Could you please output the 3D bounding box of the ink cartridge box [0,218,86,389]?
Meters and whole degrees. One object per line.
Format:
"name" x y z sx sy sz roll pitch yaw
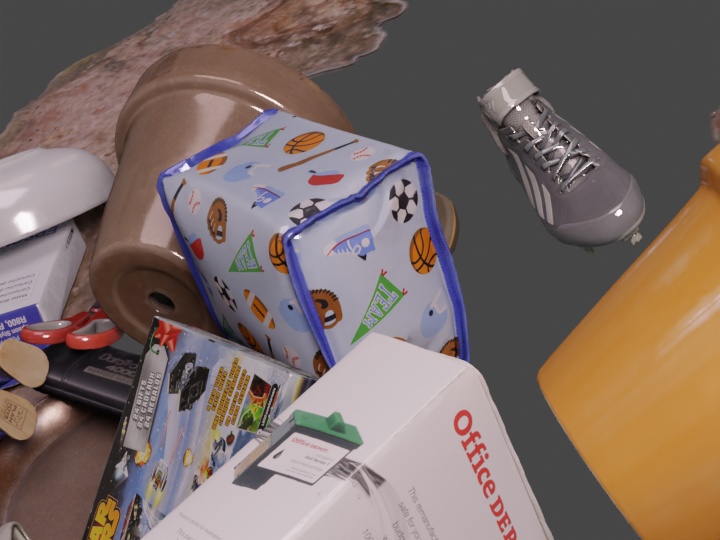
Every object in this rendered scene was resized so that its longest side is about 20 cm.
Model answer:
"ink cartridge box" -0.351 0.045 1.160 0.198 0.041 0.201 -18 32 11

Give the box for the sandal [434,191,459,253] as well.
"sandal" 0.000 0.000 0.971 0.200 0.054 0.080 -42 35 -26

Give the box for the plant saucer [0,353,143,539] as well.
"plant saucer" -0.179 0.134 0.916 0.199 0.032 0.201 -17 32 11

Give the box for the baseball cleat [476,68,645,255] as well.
"baseball cleat" 0.133 -0.084 0.956 0.070 0.107 0.200 -40 27 0

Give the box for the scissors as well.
"scissors" -0.202 0.038 1.039 0.072 0.014 0.200 0 7 9

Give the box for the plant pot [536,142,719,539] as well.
"plant pot" 0.196 0.049 0.654 0.183 0.200 0.201 -38 30 9

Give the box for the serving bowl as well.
"serving bowl" -0.328 -0.069 1.232 0.199 0.066 0.200 -19 13 5

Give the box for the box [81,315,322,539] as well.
"box" -0.096 0.139 0.737 0.136 0.040 0.202 17 89 47

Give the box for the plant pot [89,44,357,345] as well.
"plant pot" -0.112 -0.037 0.969 0.199 0.201 0.175 -4 40 29

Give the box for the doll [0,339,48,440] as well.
"doll" -0.314 0.114 0.984 0.199 0.048 0.137 -20 53 39

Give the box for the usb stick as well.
"usb stick" -0.164 0.081 0.926 0.199 0.033 0.055 9 36 43

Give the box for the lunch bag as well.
"lunch bag" -0.023 0.023 0.812 0.123 0.201 0.170 -32 32 -21

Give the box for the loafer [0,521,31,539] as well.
"loafer" -0.143 0.212 0.670 0.200 0.070 0.070 41 96 22

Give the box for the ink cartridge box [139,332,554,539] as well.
"ink cartridge box" -0.010 0.151 0.665 0.200 0.147 0.084 -40 33 -26
